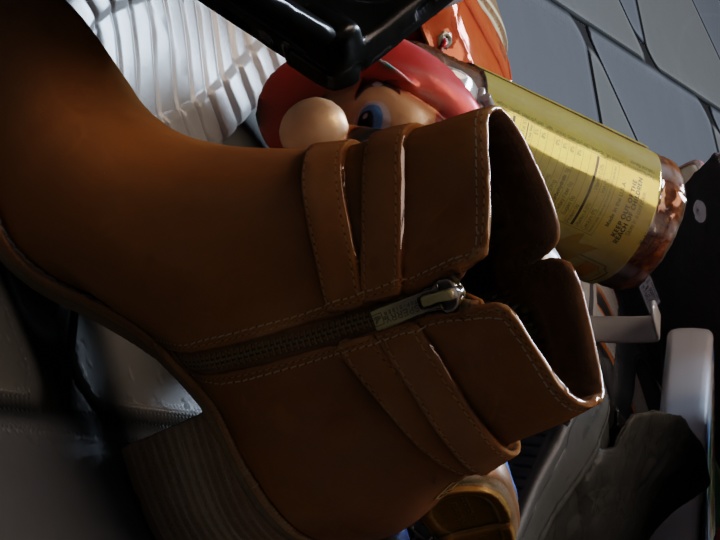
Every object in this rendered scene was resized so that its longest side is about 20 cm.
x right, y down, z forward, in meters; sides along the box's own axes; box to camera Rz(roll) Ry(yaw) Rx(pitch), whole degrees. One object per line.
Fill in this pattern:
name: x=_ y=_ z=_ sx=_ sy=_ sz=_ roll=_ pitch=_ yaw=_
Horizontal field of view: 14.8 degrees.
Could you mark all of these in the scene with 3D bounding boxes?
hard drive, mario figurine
hard drive: x=0.154 y=0.053 z=1.244 sx=0.038 sy=0.200 sz=0.140 roll=-7 pitch=63 yaw=-26
mario figurine: x=-0.004 y=-0.001 z=0.906 sx=0.106 sy=0.123 sz=0.200 roll=98 pitch=-11 yaw=-53

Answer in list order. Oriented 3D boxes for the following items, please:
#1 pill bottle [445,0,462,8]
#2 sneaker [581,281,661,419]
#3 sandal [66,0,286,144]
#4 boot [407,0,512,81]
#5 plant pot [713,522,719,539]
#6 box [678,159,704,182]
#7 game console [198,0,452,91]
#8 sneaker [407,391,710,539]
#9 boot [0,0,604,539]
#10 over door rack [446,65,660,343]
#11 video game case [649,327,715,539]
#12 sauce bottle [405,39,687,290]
pill bottle: x=0.006 y=-0.156 z=1.100 sx=0.110 sy=0.110 sz=0.200 roll=59 pitch=-9 yaw=-14
sneaker: x=0.084 y=0.035 z=1.226 sx=0.079 sy=0.078 sz=0.200 roll=15 pitch=61 yaw=-63
sandal: x=-0.074 y=-0.076 z=0.965 sx=0.203 sy=0.050 sz=0.083 roll=-34 pitch=112 yaw=-62
boot: x=0.023 y=-0.111 z=1.278 sx=0.200 sy=0.075 sz=0.107 roll=44 pitch=30 yaw=-51
plant pot: x=0.215 y=0.078 z=1.012 sx=0.201 sy=0.201 sz=0.195 roll=53 pitch=26 yaw=-31
box: x=0.184 y=0.053 z=1.443 sx=0.200 sy=0.109 sz=0.128 roll=39 pitch=28 yaw=-54
game console: x=-0.060 y=-0.154 z=0.872 sx=0.200 sy=0.176 sz=0.116 roll=36 pitch=-27 yaw=31
sneaker: x=0.054 y=0.102 z=0.951 sx=0.200 sy=0.060 sz=0.104 roll=-54 pitch=139 yaw=-34
boot: x=-0.027 y=-0.017 z=0.808 sx=0.077 sy=0.155 sz=0.200 roll=-14 pitch=80 yaw=-54
over door rack: x=0.049 y=0.037 z=1.066 sx=0.200 sy=0.067 sz=0.148 roll=48 pitch=41 yaw=-48
video game case: x=0.129 y=0.148 z=1.118 sx=0.200 sy=0.022 sz=0.183 roll=-71 pitch=159 yaw=-62
sauce bottle: x=0.037 y=-0.054 z=1.131 sx=0.200 sy=0.066 sz=0.066 roll=24 pitch=32 yaw=-21
